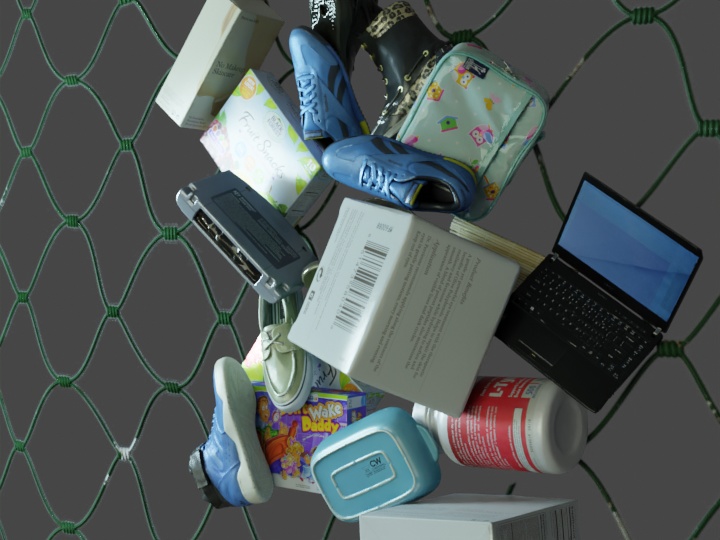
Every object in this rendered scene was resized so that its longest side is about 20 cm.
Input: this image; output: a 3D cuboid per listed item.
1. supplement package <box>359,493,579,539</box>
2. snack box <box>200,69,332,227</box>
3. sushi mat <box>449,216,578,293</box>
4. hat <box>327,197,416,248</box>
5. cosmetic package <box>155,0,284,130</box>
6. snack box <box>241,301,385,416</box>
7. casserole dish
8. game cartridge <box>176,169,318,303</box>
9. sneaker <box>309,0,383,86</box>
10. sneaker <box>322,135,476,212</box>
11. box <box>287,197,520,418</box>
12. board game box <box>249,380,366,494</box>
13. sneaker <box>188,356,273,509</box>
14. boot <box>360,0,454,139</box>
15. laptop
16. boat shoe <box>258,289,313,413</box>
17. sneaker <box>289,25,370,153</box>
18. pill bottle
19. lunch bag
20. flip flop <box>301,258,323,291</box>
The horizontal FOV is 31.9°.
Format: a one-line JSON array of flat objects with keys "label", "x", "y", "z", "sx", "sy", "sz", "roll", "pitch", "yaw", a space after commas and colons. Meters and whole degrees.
[{"label": "supplement package", "x": 0.134, "y": 0.354, "z": 1.506, "sx": 0.190, "sy": 0.199, "sz": 0.149, "roll": -5, "pitch": 86, "yaw": 39}, {"label": "snack box", "x": -0.133, "y": -0.169, "z": 1.818, "sx": 0.142, "sy": 0.053, "sz": 0.201, "roll": -49, "pitch": 62, "yaw": 25}, {"label": "sushi mat", "x": 0.178, "y": 0.008, "z": 1.601, "sx": 0.199, "sy": 0.012, "sz": 0.097, "roll": 27, "pitch": 105, "yaw": 36}, {"label": "hat", "x": 0.000, "y": 0.000, "z": 1.699, "sx": 0.199, "sy": 0.081, "sz": 0.203, "roll": -1, "pitch": 89, "yaw": 38}, {"label": "cosmetic package", "x": -0.207, "y": -0.308, "z": 1.861, "sx": 0.071, "sy": 0.105, "sz": 0.201, "roll": 44, "pitch": 116, "yaw": 29}, {"label": "snack box", "x": -0.073, "y": 0.157, "z": 1.768, "sx": 0.200, "sy": 0.053, "sz": 0.143, "roll": 46, "pitch": 117, "yaw": 28}, {"label": "casserole dish", "x": 0.012, "y": 0.251, "z": 1.585, "sx": 0.199, "sy": 0.039, "sz": 0.122, "roll": -30, "pitch": 88, "yaw": 35}, {"label": "game cartridge", "x": -0.145, "y": -0.048, "z": 1.710, "sx": 0.200, "sy": 0.133, "sz": 0.042, "roll": 47, "pitch": 116, "yaw": 9}, {"label": "sneaker", "x": -0.018, "y": -0.313, "z": 1.738, "sx": 0.076, "sy": 0.114, "sz": 0.201, "roll": 27, "pitch": 132, "yaw": 30}, {"label": "sneaker", "x": 0.042, "y": -0.114, "z": 1.527, "sx": 0.198, "sy": 0.078, "sz": 0.067, "roll": 15, "pitch": 116, "yaw": 14}, {"label": "box", "x": 0.050, "y": 0.040, "z": 1.525, "sx": 0.200, "sy": 0.170, "sz": 0.201, "roll": 22, "pitch": 90, "yaw": 64}, {"label": "board game box", "x": -0.084, "y": 0.226, "z": 1.716, "sx": 0.199, "sy": 0.045, "sz": 0.136, "roll": 2, "pitch": 92, "yaw": 37}, {"label": "sneaker", "x": -0.194, "y": 0.226, "z": 1.721, "sx": 0.110, "sy": 0.077, "sz": 0.202, "roll": -16, "pitch": 88, "yaw": 26}, {"label": "boot", "x": 0.043, "y": -0.243, "z": 1.682, "sx": 0.204, "sy": 0.073, "sz": 0.154, "roll": -48, "pitch": 59, "yaw": 20}, {"label": "laptop", "x": 0.266, "y": 0.025, "z": 1.461, "sx": 0.177, "sy": 0.104, "sz": 0.200, "roll": 38, "pitch": 76, "yaw": 28}, {"label": "boat shoe", "x": -0.111, "y": 0.094, "z": 1.702, "sx": 0.071, "sy": 0.062, "sz": 0.202, "roll": -22, "pitch": 56, "yaw": 21}, {"label": "sneaker", "x": -0.053, "y": -0.227, "z": 1.692, "sx": 0.066, "sy": 0.078, "sz": 0.201, "roll": 5, "pitch": 127, "yaw": 50}, {"label": "pill bottle", "x": 0.167, "y": 0.186, "z": 1.541, "sx": 0.199, "sy": 0.112, "sz": 0.114, "roll": -2, "pitch": 87, "yaw": 38}, {"label": "lunch bag", "x": 0.139, "y": -0.172, "z": 1.570, "sx": 0.160, "sy": 0.077, "sz": 0.201, "roll": 32, "pitch": 113, "yaw": 4}, {"label": "flip flop", "x": -0.003, "y": 0.066, "z": 1.650, "sx": 0.081, "sy": 0.058, "sz": 0.201, "roll": -25, "pitch": 111, "yaw": 28}]
